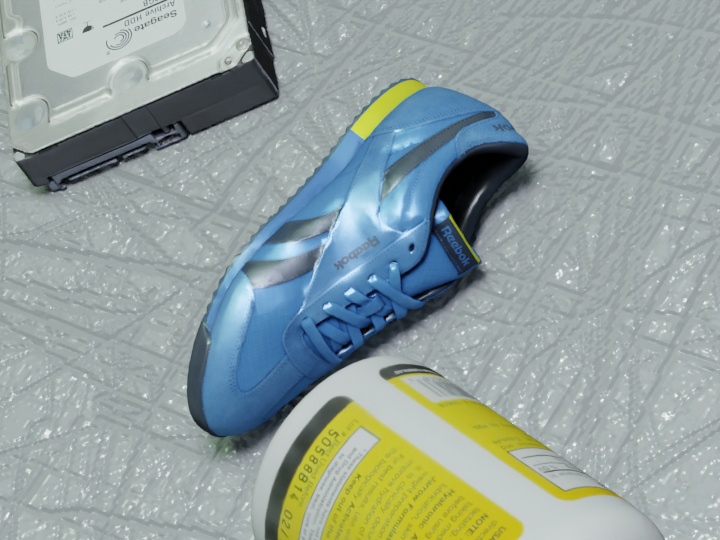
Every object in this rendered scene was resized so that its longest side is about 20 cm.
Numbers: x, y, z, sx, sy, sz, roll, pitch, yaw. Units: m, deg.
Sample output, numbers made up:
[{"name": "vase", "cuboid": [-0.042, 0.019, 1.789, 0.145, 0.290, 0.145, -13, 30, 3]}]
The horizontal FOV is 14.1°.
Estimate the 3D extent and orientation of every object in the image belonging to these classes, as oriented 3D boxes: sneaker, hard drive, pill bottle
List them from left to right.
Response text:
[{"name": "hard drive", "cuboid": [-0.124, -0.146, 1.522, 0.139, 0.038, 0.200, -22, 50, 13]}, {"name": "sneaker", "cuboid": [0.000, 0.000, 1.329, 0.078, 0.066, 0.200, 28, 72, 35]}, {"name": "pill bottle", "cuboid": [0.056, 0.124, 1.175, 0.111, 0.111, 0.200, -47, 48, -11]}]
